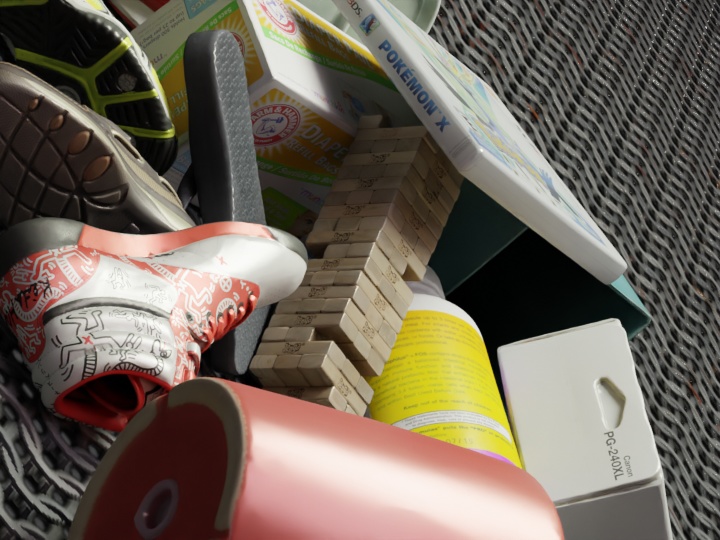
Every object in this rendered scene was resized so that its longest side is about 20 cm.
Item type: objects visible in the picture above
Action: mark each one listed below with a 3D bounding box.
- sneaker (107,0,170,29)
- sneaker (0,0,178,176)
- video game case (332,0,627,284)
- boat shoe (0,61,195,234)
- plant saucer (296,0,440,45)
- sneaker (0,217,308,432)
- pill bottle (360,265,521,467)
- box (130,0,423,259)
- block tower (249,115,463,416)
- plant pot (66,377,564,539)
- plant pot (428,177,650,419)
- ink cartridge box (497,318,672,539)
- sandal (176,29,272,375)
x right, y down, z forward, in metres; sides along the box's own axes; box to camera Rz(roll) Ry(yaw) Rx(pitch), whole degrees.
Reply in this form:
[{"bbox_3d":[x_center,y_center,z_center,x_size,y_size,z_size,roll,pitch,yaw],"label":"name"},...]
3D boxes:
[{"bbox_3d":[-0.135,-0.226,1.774,0.200,0.115,0.078,37,27,-42],"label":"sneaker"},{"bbox_3d":[-0.168,-0.140,1.626,0.200,0.075,0.076,54,20,-7],"label":"sneaker"},{"bbox_3d":[0.072,-0.090,1.746,0.200,0.022,0.182,33,18,-52],"label":"video game case"},{"bbox_3d":[-0.156,-0.049,1.533,0.200,0.074,0.073,50,9,-42],"label":"boat shoe"},{"bbox_3d":[0.000,-0.170,1.857,0.050,0.200,0.200,40,13,25],"label":"plant saucer"},{"bbox_3d":[-0.098,0.033,1.478,0.201,0.067,0.108,3,54,-42],"label":"sneaker"},{"bbox_3d":[0.033,0.086,1.686,0.104,0.104,0.200,38,27,-41],"label":"pill bottle"},{"bbox_3d":[-0.051,-0.093,1.765,0.200,0.112,0.101,29,33,-49],"label":"box"},{"bbox_3d":[0.000,0.000,1.664,0.054,0.058,0.200,52,48,-41],"label":"block tower"},{"bbox_3d":[-0.032,0.148,1.336,0.177,0.200,0.201,30,30,-29],"label":"plant pot"},{"bbox_3d":[0.074,-0.020,1.908,0.141,0.141,0.200,38,20,-40],"label":"plant pot"},{"bbox_3d":[0.146,0.153,1.752,0.145,0.083,0.200,-100,177,-48],"label":"ink cartridge box"},{"bbox_3d":[-0.085,-0.038,1.632,0.076,0.043,0.200,14,70,-73],"label":"sandal"}]
